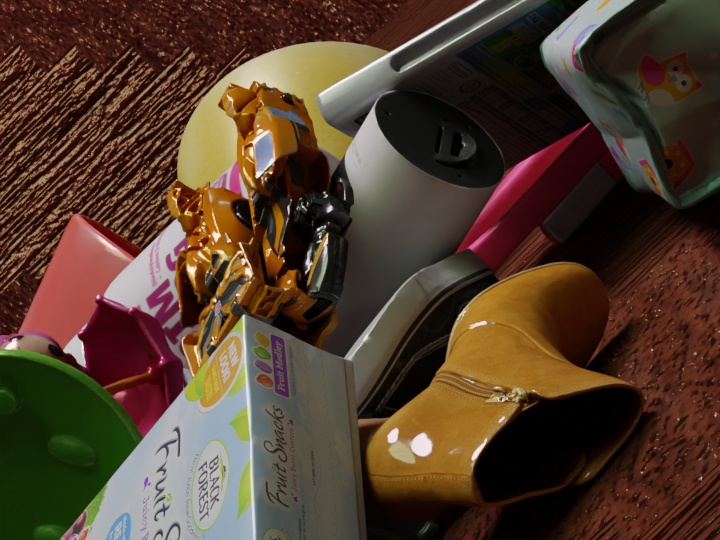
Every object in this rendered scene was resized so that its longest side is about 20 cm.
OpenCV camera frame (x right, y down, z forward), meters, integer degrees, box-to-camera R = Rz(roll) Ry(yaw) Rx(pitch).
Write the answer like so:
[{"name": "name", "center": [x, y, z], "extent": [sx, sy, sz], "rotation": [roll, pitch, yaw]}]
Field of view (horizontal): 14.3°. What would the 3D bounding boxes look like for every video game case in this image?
[{"name": "video game case", "center": [0.092, -0.111, 1.593], "extent": [0.182, 0.022, 0.200], "rotation": [-29, -21, 16]}]

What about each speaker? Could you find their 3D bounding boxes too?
[{"name": "speaker", "center": [0.000, 0.000, 1.551], "extent": [0.200, 0.081, 0.081], "rotation": [-58, 0, 33]}]

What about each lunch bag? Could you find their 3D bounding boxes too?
[{"name": "lunch bag", "center": [0.200, -0.130, 1.422], "extent": [0.200, 0.122, 0.170], "rotation": [-36, 6, 2]}]

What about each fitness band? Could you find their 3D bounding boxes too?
[{"name": "fitness band", "center": [0.117, -0.054, 1.741], "extent": [0.200, 0.037, 0.144], "rotation": [-47, 8, -20]}]

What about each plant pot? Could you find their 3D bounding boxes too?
[{"name": "plant pot", "center": [-0.019, -0.022, 1.813], "extent": [0.200, 0.200, 0.142], "rotation": [-41, 27, 25]}, {"name": "plant pot", "center": [-0.154, 0.089, 1.886], "extent": [0.178, 0.200, 0.200], "rotation": [-55, 8, 1]}]

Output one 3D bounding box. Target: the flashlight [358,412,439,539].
[{"name": "flashlight", "center": [0.001, 0.100, 1.453], "extent": [0.068, 0.068, 0.200], "rotation": [-25, 5, -12]}]

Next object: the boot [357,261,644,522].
[{"name": "boot", "center": [0.085, 0.056, 1.304], "extent": [0.201, 0.071, 0.144], "rotation": [-34, 17, -33]}]

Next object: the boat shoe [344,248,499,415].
[{"name": "boat shoe", "center": [0.042, 0.039, 1.449], "extent": [0.071, 0.064, 0.200], "rotation": [-54, -9, 24]}]

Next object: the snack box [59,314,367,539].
[{"name": "snack box", "center": [-0.076, 0.148, 1.288], "extent": [0.200, 0.067, 0.169], "rotation": [-49, 29, 32]}]

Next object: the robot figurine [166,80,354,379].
[{"name": "robot figurine", "center": [-0.057, -0.006, 1.498], "extent": [0.145, 0.058, 0.200], "rotation": [-60, 22, 28]}]

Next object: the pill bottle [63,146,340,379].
[{"name": "pill bottle", "center": [-0.082, 0.022, 1.692], "extent": [0.200, 0.113, 0.113], "rotation": [-42, 8, 30]}]

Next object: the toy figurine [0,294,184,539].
[{"name": "toy figurine", "center": [-0.175, 0.077, 1.539], "extent": [0.184, 0.199, 0.151], "rotation": [-52, -26, -66]}]

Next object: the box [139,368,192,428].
[{"name": "box", "center": [-0.139, 0.143, 1.678], "extent": [0.042, 0.039, 0.200], "rotation": [-96, 29, -56]}]
